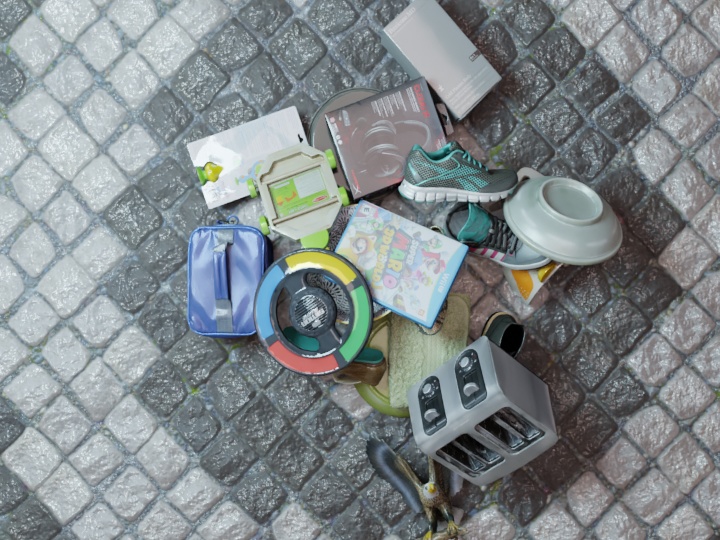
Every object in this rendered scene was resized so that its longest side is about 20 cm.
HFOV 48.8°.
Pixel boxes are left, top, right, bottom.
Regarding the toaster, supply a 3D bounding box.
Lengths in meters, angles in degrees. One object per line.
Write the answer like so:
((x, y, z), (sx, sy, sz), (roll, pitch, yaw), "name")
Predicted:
((0.196, 0.228, 1.252), (0.199, 0.120, 0.180), (36, 122, -28), "toaster")

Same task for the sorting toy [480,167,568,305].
((0.300, -0.080, 1.362), (0.199, 0.107, 0.181), (-41, 71, 0), "sorting toy")

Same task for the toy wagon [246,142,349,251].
((-0.096, -0.107, 1.309), (0.152, 0.040, 0.204), (-19, 77, -2), "toy wagon")

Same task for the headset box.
((0.056, -0.219, 1.320), (0.196, 0.077, 0.152), (-20, 90, 1), "headset box")

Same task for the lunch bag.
((-0.216, 0.010, 1.326), (0.132, 0.132, 0.205), (-1, 90, -1), "lunch bag")

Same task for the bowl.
((0.000, 0.000, 1.336), (0.196, 0.094, 0.205), (-3, 74, 9), "bowl")

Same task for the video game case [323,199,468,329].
((0.056, -0.013, 1.270), (0.197, 0.018, 0.145), (25, 79, 16), "video game case")

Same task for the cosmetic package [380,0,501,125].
((0.135, -0.361, 1.353), (0.107, 0.090, 0.200), (-43, 94, 0), "cosmetic package")

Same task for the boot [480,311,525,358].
((0.220, 0.171, 1.325), (0.076, 0.138, 0.205), (12, 91, -1), "boot")

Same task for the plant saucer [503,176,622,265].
((0.328, -0.096, 1.262), (0.196, 0.202, 0.051), (13, 134, -1), "plant saucer")

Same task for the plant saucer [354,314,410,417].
((0.076, 0.156, 1.378), (0.195, 0.031, 0.205), (0, 90, 0), "plant saucer")

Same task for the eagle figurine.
((0.112, 0.358, 1.340), (0.149, 0.151, 0.203), (-2, 60, -34), "eagle figurine")

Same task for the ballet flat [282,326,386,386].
((-0.049, 0.155, 1.356), (0.196, 0.068, 0.074), (12, 119, 15), "ballet flat")

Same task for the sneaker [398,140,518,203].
((0.160, -0.159, 1.255), (0.195, 0.078, 0.093), (-3, 114, -12), "sneaker")

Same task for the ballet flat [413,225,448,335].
((0.113, 0.007, 1.311), (0.066, 0.076, 0.203), (-4, 49, 20), "ballet flat")

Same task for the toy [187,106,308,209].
((-0.187, -0.193, 1.369), (0.196, 0.047, 0.117), (-20, 92, -7), "toy")

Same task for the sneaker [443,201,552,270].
((0.213, -0.063, 1.289), (0.197, 0.120, 0.085), (13, 82, 38), "sneaker")

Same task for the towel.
((0.115, 0.135, 1.346), (0.145, 0.036, 0.205), (2, 89, 0), "towel")

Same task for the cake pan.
((0.002, -0.220, 1.376), (0.195, 0.037, 0.205), (0, 90, -1), "cake pan")

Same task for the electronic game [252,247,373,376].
((-0.075, 0.066, 1.252), (0.195, 0.042, 0.205), (1, 95, 9), "electronic game")
